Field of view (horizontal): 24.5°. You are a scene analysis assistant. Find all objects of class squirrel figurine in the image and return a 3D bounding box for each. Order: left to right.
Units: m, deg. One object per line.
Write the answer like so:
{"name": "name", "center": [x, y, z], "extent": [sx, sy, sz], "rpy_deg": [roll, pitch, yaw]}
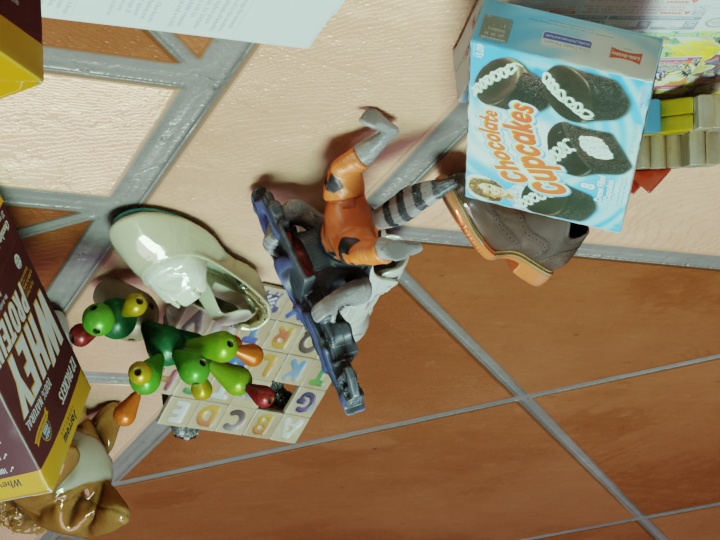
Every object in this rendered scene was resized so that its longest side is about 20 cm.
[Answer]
{"name": "squirrel figurine", "center": [-0.364, 0.203, 1.722], "extent": [0.199, 0.143, 0.186], "rpy_deg": [-27, 143, 36]}

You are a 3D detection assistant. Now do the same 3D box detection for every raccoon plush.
{"name": "raccoon plush", "center": [-0.120, 0.096, 1.592], "extent": [0.132, 0.098, 0.200], "rpy_deg": [-9, 159, -15]}

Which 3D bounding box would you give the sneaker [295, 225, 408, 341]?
{"name": "sneaker", "center": [-0.002, 0.014, 1.435], "extent": [0.098, 0.076, 0.200], "rpy_deg": [-7, 158, 6]}

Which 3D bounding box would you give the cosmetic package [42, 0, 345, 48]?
{"name": "cosmetic package", "center": [-0.105, -0.189, 0.926], "extent": [0.198, 0.072, 0.101], "rpy_deg": [4, 156, -23]}

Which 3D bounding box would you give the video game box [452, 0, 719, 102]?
{"name": "video game box", "center": [0.176, -0.169, 1.084], "extent": [0.197, 0.047, 0.183], "rpy_deg": [-1, 156, -12]}

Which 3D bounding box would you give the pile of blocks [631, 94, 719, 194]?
{"name": "pile of blocks", "center": [0.175, -0.085, 1.188], "extent": [0.081, 0.063, 0.199], "rpy_deg": [0, 177, -43]}

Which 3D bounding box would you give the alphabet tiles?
{"name": "alphabet tiles", "center": [-0.102, 0.086, 1.554], "extent": [0.198, 0.008, 0.168], "rpy_deg": [13, 117, -39]}

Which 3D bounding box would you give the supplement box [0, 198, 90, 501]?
{"name": "supplement box", "center": [-0.343, 0.069, 1.262], "extent": [0.195, 0.133, 0.202], "rpy_deg": [-13, 120, 13]}

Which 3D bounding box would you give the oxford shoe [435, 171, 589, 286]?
{"name": "oxford shoe", "center": [0.125, -0.049, 1.353], "extent": [0.073, 0.072, 0.200], "rpy_deg": [-36, 153, 17]}

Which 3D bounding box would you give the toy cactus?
{"name": "toy cactus", "center": [-0.177, 0.063, 1.408], "extent": [0.199, 0.165, 0.103], "rpy_deg": [14, 106, -44]}

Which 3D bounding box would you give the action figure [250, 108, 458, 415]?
{"name": "action figure", "center": [0.000, 0.000, 1.272], "extent": [0.104, 0.202, 0.194], "rpy_deg": [-13, 162, -29]}

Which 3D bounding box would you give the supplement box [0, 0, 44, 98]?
{"name": "supplement box", "center": [-0.249, -0.188, 0.719], "extent": [0.131, 0.202, 0.197], "rpy_deg": [-16, 156, 22]}

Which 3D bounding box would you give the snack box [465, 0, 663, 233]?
{"name": "snack box", "center": [0.129, -0.097, 1.090], "extent": [0.115, 0.037, 0.201], "rpy_deg": [14, 156, 10]}

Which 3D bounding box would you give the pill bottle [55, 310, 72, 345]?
{"name": "pill bottle", "center": [-0.362, 0.099, 1.495], "extent": [0.197, 0.112, 0.111], "rpy_deg": [-5, 158, -4]}

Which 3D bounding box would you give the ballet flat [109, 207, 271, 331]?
{"name": "ballet flat", "center": [-0.137, 0.006, 1.393], "extent": [0.069, 0.070, 0.200], "rpy_deg": [-17, 156, 24]}
